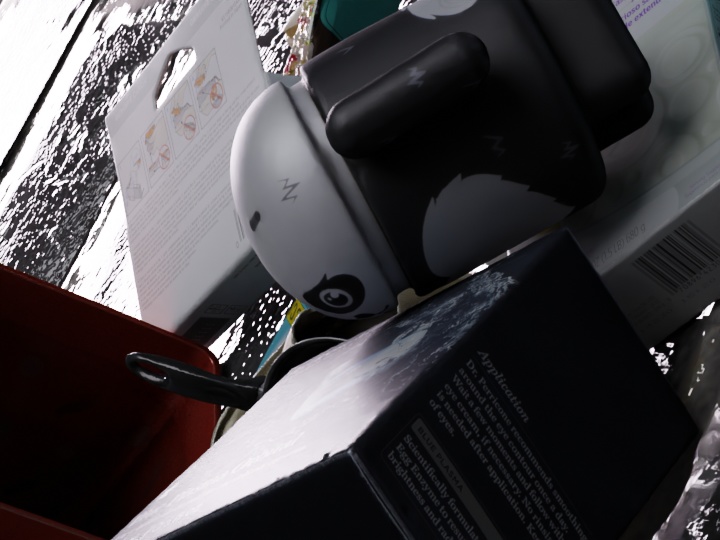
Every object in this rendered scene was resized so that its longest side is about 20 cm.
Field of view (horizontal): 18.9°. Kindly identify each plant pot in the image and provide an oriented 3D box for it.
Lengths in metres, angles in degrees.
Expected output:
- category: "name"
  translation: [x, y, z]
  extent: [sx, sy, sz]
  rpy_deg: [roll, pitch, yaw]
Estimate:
- category: "plant pot"
  translation: [-0.210, 0.137, 1.288]
  extent: [0.177, 0.199, 0.201]
  rpy_deg: [-53, 26, 31]

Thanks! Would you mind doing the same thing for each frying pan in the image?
- category: "frying pan"
  translation: [-0.029, 0.086, 1.118]
  extent: [0.189, 0.116, 0.031]
  rpy_deg: [-5, 22, 38]

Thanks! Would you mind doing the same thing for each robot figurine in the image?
- category: "robot figurine"
  translation: [0.037, -0.059, 1.005]
  extent: [0.199, 0.151, 0.125]
  rpy_deg: [-28, 34, 1]

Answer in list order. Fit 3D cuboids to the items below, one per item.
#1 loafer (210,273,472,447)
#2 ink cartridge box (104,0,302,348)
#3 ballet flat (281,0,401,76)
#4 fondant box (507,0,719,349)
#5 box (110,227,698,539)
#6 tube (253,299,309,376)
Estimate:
- category: "loafer"
  translation: [-0.018, 0.056, 1.164]
  extent: [0.200, 0.068, 0.076]
  rpy_deg: [-39, 51, 29]
- category: "ink cartridge box"
  translation: [-0.089, -0.067, 1.347]
  extent: [0.200, 0.043, 0.175]
  rpy_deg: [-43, 52, 47]
- category: "ballet flat"
  translation: [-0.029, -0.134, 1.392]
  extent: [0.064, 0.076, 0.201]
  rpy_deg: [-5, 54, 39]
- category: "fondant box"
  translation: [0.138, -0.059, 1.068]
  extent: [0.144, 0.058, 0.201]
  rpy_deg: [-40, 31, 29]
- category: "box"
  translation: [0.011, 0.104, 0.952]
  extent: [0.196, 0.118, 0.200]
  rpy_deg: [-29, 9, 41]
- category: "tube"
  translation: [0.000, 0.000, 1.245]
  extent: [0.201, 0.050, 0.078]
  rpy_deg: [-57, 21, 11]
